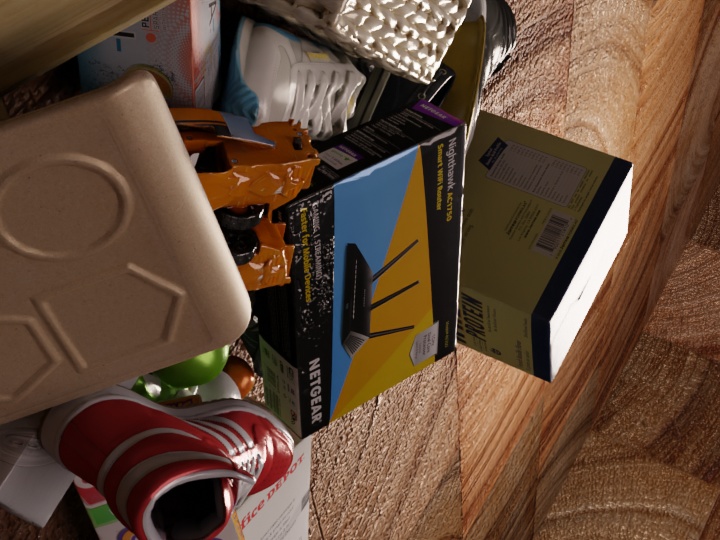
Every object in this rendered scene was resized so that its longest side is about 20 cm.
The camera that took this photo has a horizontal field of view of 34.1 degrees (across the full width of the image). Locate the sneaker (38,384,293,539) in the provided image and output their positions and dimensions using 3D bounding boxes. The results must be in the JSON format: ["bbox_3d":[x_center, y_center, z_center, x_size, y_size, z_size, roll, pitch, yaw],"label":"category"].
[{"bbox_3d":[-0.084,0.126,0.693,0.200,0.112,0.072,19,102,-53],"label":"sneaker"}]

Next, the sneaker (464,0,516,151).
[{"bbox_3d":[0.103,-0.178,1.130,0.099,0.070,0.201,-20,125,-56],"label":"sneaker"}]

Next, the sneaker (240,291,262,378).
[{"bbox_3d":[-0.069,0.019,0.895,0.075,0.079,0.200,-30,157,-10],"label":"sneaker"}]

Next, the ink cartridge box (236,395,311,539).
[{"bbox_3d":[-0.113,0.226,0.994,0.146,0.084,0.201,-45,149,-43],"label":"ink cartridge box"}]

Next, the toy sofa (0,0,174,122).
[{"bbox_3d":[-0.113,-0.153,0.517,0.199,0.098,0.083,-28,174,3],"label":"toy sofa"}]

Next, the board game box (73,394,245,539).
[{"bbox_3d":[-0.137,0.167,0.817,0.030,0.095,0.201,-101,-178,-45],"label":"board game box"}]

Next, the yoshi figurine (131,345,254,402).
[{"bbox_3d":[-0.112,0.079,0.843,0.200,0.112,0.113,42,57,-65],"label":"yoshi figurine"}]

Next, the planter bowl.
[{"bbox_3d":[0.041,-0.122,0.981,0.200,0.083,0.202,-168,-90,-87],"label":"planter bowl"}]

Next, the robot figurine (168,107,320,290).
[{"bbox_3d":[-0.128,-0.030,0.629,0.199,0.058,0.146,-4,135,-22],"label":"robot figurine"}]

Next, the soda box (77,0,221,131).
[{"bbox_3d":[-0.113,-0.169,0.613,0.064,0.068,0.201,-76,173,-51],"label":"soda box"}]

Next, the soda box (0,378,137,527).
[{"bbox_3d":[-0.173,0.047,0.707,0.201,0.063,0.068,-60,157,-19],"label":"soda box"}]

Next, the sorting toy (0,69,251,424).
[{"bbox_3d":[-0.168,0.002,0.576,0.199,0.037,0.186,-23,139,-5],"label":"sorting toy"}]

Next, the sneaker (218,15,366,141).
[{"bbox_3d":[-0.043,-0.118,0.756,0.200,0.080,0.077,-66,174,-72],"label":"sneaker"}]

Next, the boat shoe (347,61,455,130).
[{"bbox_3d":[0.016,-0.074,0.861,0.075,0.062,0.201,83,28,-78],"label":"boat shoe"}]

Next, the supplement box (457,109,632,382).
[{"bbox_3d":[0.144,-0.032,1.194,0.201,0.199,0.134,-58,157,-23],"label":"supplement box"}]

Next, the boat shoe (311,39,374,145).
[{"bbox_3d":[-0.024,-0.119,0.894,0.203,0.064,0.075,-60,158,-21],"label":"boat shoe"}]

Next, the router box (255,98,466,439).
[{"bbox_3d":[0.000,0.000,0.801,0.149,0.051,0.201,-28,136,-29],"label":"router box"}]

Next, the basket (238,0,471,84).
[{"bbox_3d":[-0.010,-0.210,0.753,0.124,0.135,0.200,-66,159,7],"label":"basket"}]
